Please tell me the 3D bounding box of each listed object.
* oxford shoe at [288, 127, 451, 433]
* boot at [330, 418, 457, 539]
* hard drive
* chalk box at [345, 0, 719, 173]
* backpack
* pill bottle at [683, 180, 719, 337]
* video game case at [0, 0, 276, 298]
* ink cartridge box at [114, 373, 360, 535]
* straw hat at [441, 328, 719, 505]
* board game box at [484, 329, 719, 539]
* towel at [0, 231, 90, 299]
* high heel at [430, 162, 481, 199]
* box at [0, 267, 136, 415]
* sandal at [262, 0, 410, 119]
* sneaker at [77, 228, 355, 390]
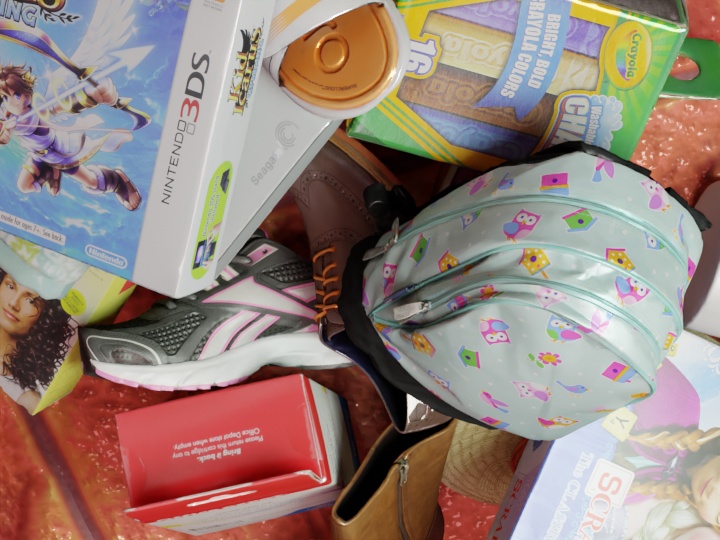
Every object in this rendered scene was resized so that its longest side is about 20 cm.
[{"bbox_3d":[0.000,0.000,1.706,0.200,0.073,0.071,56,150,6],"label":"oxford shoe"},{"bbox_3d":[-0.005,0.187,1.784,0.068,0.188,0.200,41,158,15],"label":"boot"},{"bbox_3d":[-0.118,-0.107,1.642,0.200,0.026,0.132,45,117,10],"label":"hard drive"},{"bbox_3d":[0.103,-0.127,1.638,0.200,0.124,0.124,16,122,-11],"label":"chalk box"},{"bbox_3d":[0.097,0.014,1.597,0.167,0.127,0.200,25,153,-25],"label":"backpack"},{"bbox_3d":[0.291,0.014,1.745,0.200,0.114,0.114,14,123,-11],"label":"pill bottle"},{"bbox_3d":[-0.153,-0.104,1.569,0.200,0.045,0.182,20,109,20],"label":"video game case"},{"bbox_3d":[-0.072,0.109,1.756,0.116,0.200,0.067,-13,80,7],"label":"ink cartridge box"},{"bbox_3d":[0.143,0.119,1.798,0.201,0.085,0.201,-8,142,-7],"label":"straw hat"},{"bbox_3d":[0.187,0.143,1.741,0.199,0.041,0.200,24,89,-16],"label":"board game box"},{"bbox_3d":[-0.191,-0.108,1.636,0.200,0.048,0.171,43,118,10],"label":"towel"},{"bbox_3d":[0.081,-0.007,1.753,0.096,0.067,0.200,14,138,0],"label":"high heel"},{"bbox_3d":[-0.162,-0.014,1.736,0.075,0.050,0.200,39,119,12],"label":"box"},{"bbox_3d":[-0.055,-0.165,1.570,0.079,0.207,0.059,-43,157,19],"label":"sandal"},{"bbox_3d":[-0.076,0.019,1.747,0.200,0.080,0.086,-8,95,-29],"label":"sneaker"}]
